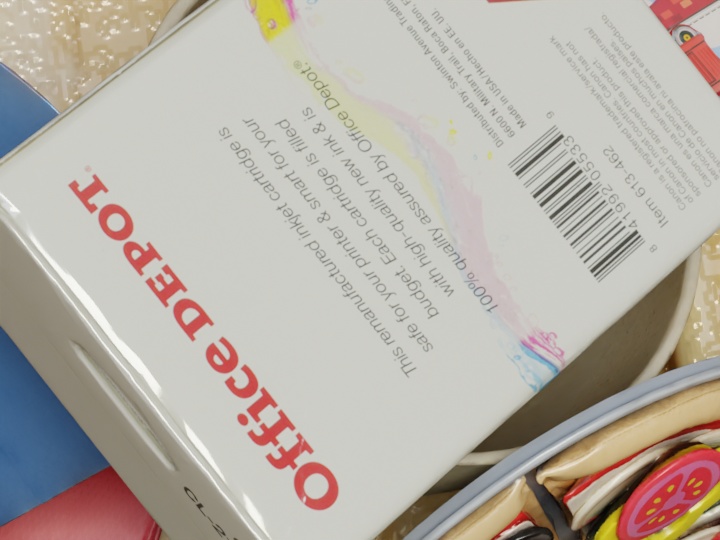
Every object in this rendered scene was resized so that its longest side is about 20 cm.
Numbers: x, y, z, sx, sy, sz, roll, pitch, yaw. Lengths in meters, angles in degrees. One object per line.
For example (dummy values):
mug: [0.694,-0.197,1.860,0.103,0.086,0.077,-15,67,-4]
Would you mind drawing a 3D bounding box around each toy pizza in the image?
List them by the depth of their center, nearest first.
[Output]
toy pizza: [0.077,0.098,0.843,0.199,0.200,0.032,-29,66,-8]

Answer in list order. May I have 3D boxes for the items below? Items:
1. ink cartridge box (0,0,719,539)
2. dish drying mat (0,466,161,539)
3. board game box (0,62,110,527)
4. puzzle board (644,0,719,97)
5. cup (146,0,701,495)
ink cartridge box: [-0.002,-0.018,0.735,0.200,0.083,0.146,-39,93,-23]
dish drying mat: [-0.173,0.086,0.923,0.199,0.018,0.077,17,77,0]
board game box: [-0.141,0.005,0.825,0.200,0.039,0.158,-30,99,34]
puzzle board: [0.078,-0.105,0.860,0.200,0.017,0.151,-32,79,-30]
cup: [0.000,0.000,0.873,0.199,0.143,0.201,8,62,-16]
